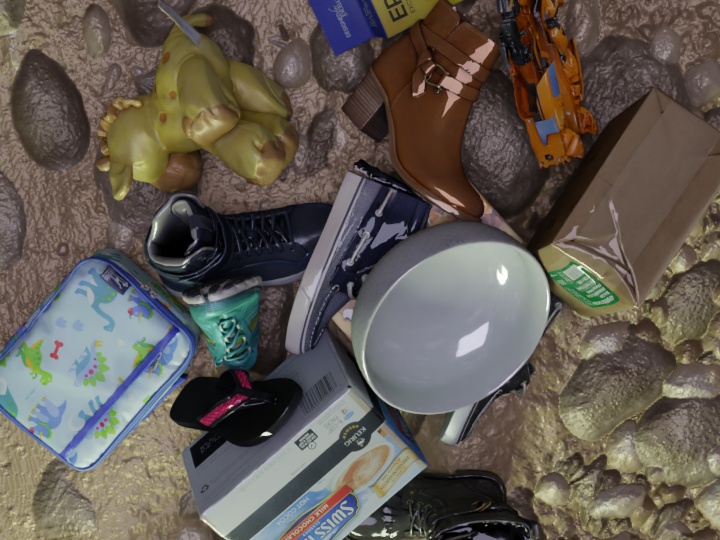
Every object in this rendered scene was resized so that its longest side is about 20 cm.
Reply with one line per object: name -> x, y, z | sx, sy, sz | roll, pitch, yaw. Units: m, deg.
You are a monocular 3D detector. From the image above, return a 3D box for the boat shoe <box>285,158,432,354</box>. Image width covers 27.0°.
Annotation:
boat shoe -> 0.000, 0.000, 1.464 | 0.092, 0.075, 0.202 | 22, 94, 7

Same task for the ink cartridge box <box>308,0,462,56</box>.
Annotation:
ink cartridge box -> 0.024, -0.338, 1.474 | 0.199, 0.047, 0.199 | -27, 110, 0

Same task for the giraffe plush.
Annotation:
giraffe plush -> -0.180, -0.140, 1.472 | 0.162, 0.173, 0.200 | -39, 100, 22

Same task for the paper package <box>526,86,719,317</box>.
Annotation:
paper package -> 0.251, -0.059, 1.432 | 0.103, 0.200, 0.191 | 34, 84, -1

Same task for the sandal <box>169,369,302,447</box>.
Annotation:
sandal -> -0.134, 0.129, 1.484 | 0.045, 0.199, 0.075 | 48, 60, -30

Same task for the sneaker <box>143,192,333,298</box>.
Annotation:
sneaker -> -0.115, -0.034, 1.475 | 0.200, 0.146, 0.078 | -18, 71, 1

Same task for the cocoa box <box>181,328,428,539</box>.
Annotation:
cocoa box -> -0.057, 0.188, 1.499 | 0.200, 0.134, 0.131 | -41, 117, 5

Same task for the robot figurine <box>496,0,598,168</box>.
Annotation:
robot figurine -> 0.179, -0.212, 1.461 | 0.058, 0.145, 0.202 | -8, 110, 23

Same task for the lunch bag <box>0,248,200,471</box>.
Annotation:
lunch bag -> -0.269, 0.092, 1.529 | 0.161, 0.082, 0.200 | 44, 98, -7

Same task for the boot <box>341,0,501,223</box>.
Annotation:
boot -> 0.090, -0.155, 1.457 | 0.155, 0.077, 0.200 | -46, 60, 11

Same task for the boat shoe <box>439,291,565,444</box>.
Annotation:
boat shoe -> 0.148, 0.097, 1.533 | 0.063, 0.071, 0.201 | 29, 95, -2

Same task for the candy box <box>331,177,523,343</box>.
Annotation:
candy box -> 0.054, -0.006, 1.527 | 0.200, 0.055, 0.116 | -42, 92, 6

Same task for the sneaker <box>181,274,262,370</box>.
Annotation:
sneaker -> -0.124, 0.052, 1.462 | 0.077, 0.200, 0.080 | -12, 77, 0

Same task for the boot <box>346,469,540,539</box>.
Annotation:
boot -> 0.073, 0.251, 1.501 | 0.198, 0.174, 0.070 | -12, 97, 2

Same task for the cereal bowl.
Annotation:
cereal bowl -> 0.077, 0.035, 1.437 | 0.198, 0.083, 0.202 | -14, 128, -19
